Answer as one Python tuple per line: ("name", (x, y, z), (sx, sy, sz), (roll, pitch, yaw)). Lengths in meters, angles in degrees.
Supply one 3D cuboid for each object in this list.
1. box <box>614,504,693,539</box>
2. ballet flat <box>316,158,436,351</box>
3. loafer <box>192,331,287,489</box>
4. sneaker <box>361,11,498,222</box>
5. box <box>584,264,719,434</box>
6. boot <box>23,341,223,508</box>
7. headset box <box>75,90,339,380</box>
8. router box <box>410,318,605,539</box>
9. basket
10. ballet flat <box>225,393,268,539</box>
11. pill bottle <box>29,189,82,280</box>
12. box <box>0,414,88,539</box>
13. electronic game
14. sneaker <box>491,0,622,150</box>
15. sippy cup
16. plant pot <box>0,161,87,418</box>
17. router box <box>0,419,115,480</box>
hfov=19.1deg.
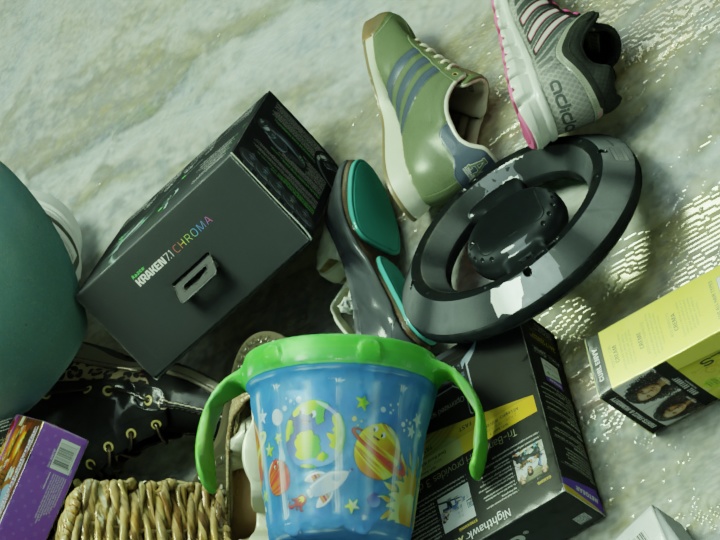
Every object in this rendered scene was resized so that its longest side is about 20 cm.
("box", (0.179, 0.265, 1.301), (0.156, 0.041, 0.200), (-47, 40, 12))
("ballet flat", (0.000, 0.000, 1.626), (0.073, 0.073, 0.201), (-37, 47, 20))
("loafer", (-0.075, 0.147, 1.606), (0.076, 0.067, 0.201), (25, 99, 41))
("sneaker", (0.060, -0.133, 1.663), (0.089, 0.067, 0.201), (-24, 49, 20))
("box", (0.246, 0.031, 1.366), (0.199, 0.075, 0.050), (-31, 49, 24))
("boot", (-0.189, 0.141, 1.659), (0.199, 0.073, 0.151), (16, 61, 18))
("headset box", (-0.116, -0.029, 1.664), (0.174, 0.093, 0.200), (-41, 10, 16))
("router box", (0.060, 0.143, 1.485), (0.199, 0.052, 0.158), (-33, 46, 24))
("basket", (-0.167, 0.265, 1.507), (0.149, 0.142, 0.201), (127, 138, -51))
("ballet flat", (-0.072, 0.174, 1.527), (0.070, 0.065, 0.202), (-5, 87, 5))
("pill bottle", (-0.300, 0.010, 1.822), (0.114, 0.114, 0.200), (-41, 15, 16))
("box", (-0.263, 0.204, 1.537), (0.201, 0.039, 0.137), (-67, 15, -9))
("electronic game", (0.113, -0.025, 1.521), (0.199, 0.042, 0.201), (-32, 27, 18))
("sneaker", (0.149, -0.166, 1.589), (0.087, 0.074, 0.201), (-15, 36, 7))
("sippy cup", (-0.013, 0.123, 1.438), (0.177, 0.139, 0.131), (-20, 64, 45))
("plant pot", (-0.287, 0.035, 1.628), (0.200, 0.135, 0.200), (-44, 18, 18))
("router box", (-0.290, 0.170, 1.791), (0.199, 0.052, 0.158), (-18, 53, 35))
